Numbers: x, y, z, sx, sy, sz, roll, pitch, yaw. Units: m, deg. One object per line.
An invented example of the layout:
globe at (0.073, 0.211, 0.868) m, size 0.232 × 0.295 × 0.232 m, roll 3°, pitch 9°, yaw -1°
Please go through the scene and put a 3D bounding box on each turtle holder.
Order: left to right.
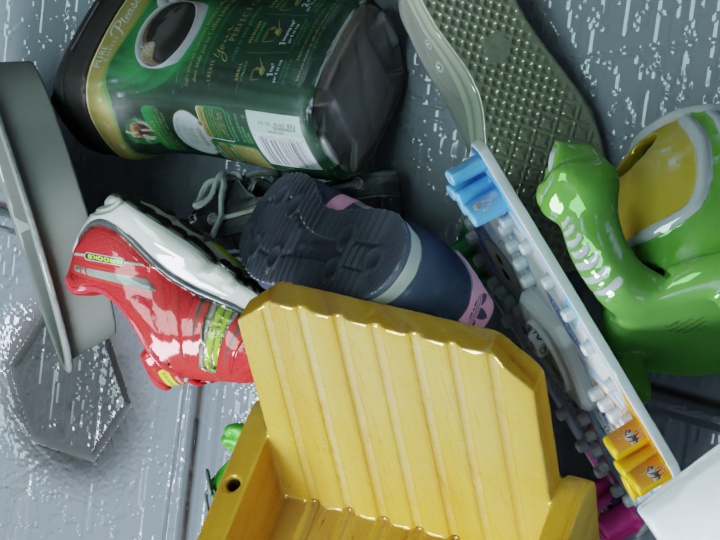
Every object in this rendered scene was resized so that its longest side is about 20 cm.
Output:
turtle holder at (0.170, -0.011, 1.392) m, size 0.141 × 0.184 × 0.133 m, roll 113°, pitch 150°, yaw -64°

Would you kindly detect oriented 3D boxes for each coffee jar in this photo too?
coffee jar at (-0.080, -0.112, 1.584) m, size 0.199 × 0.085 × 0.105 m, roll 8°, pitch 57°, yaw 33°

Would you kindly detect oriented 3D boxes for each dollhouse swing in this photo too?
dollhouse swing at (0.003, 0.136, 1.413) m, size 0.199 × 0.176 × 0.183 m, roll 13°, pitch 66°, yaw 22°

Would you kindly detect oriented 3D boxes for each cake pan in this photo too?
cake pan at (-0.191, -0.039, 1.639) m, size 0.037 × 0.200 × 0.201 m, roll -18°, pitch 86°, yaw -9°

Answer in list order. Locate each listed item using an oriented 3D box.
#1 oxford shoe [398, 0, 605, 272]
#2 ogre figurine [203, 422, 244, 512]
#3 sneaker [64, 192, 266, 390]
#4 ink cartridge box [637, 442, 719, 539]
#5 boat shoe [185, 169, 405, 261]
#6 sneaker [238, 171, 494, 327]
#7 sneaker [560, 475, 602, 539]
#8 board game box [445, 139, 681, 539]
oxford shoe at (0.080, -0.093, 1.513) m, size 0.201 × 0.075 × 0.058 m, roll 63°, pitch 165°, yaw 1°
ogre figurine at (-0.011, 0.134, 1.580) m, size 0.199 × 0.098 × 0.121 m, roll -20°, pitch 63°, yaw 20°
sneaker at (-0.081, 0.039, 1.538) m, size 0.200 × 0.077 × 0.085 m, roll 36°, pitch 100°, yaw 11°
ink cartridge box at (0.248, 0.133, 1.342) m, size 0.085 × 0.200 × 0.145 m, roll -41°, pitch 76°, yaw 34°
boat shoe at (-0.065, -0.026, 1.606) m, size 0.198 × 0.073 × 0.069 m, roll -6°, pitch 87°, yaw 32°
sneaker at (0.000, 0.000, 1.485) m, size 0.070 × 0.082 × 0.200 m, roll -60°, pitch 28°, yaw -1°
sneaker at (0.103, 0.191, 1.517) m, size 0.075 × 0.082 × 0.201 m, roll -33°, pitch 78°, yaw 32°
board game box at (0.100, 0.046, 1.446) m, size 0.026 × 0.200 × 0.201 m, roll -29°, pitch 78°, yaw -7°
